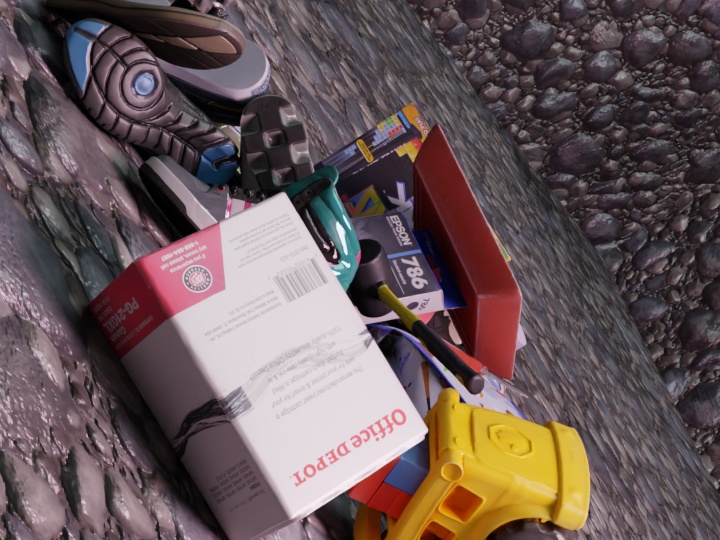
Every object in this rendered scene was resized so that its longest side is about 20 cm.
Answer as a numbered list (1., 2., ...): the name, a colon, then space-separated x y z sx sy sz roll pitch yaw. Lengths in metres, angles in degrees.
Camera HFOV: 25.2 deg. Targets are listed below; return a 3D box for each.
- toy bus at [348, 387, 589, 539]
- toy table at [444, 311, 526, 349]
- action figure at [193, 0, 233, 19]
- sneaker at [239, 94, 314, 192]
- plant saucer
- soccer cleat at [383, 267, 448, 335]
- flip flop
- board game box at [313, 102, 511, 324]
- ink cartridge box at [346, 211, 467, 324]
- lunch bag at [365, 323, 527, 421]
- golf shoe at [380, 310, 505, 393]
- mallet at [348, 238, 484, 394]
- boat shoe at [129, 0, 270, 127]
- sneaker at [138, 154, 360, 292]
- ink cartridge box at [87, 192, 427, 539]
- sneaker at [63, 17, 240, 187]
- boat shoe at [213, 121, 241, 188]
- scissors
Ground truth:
1. toy bus: 0.059 0.196 1.276 0.192 0.200 0.136 23 29 -13
2. toy table: 0.090 0.026 1.840 0.200 0.117 0.184 61 13 13
3. action figure: -0.168 -0.256 1.602 0.200 0.102 0.119 52 2 -14
4. sneaker: -0.066 -0.046 1.419 0.089 0.074 0.201 128 -45 -73
5. plant saucer: 0.096 -0.009 1.562 0.200 0.037 0.200 86 -18 -63
6. soccer cleat: 0.010 -0.003 1.596 0.200 0.073 0.068 34 -5 46
7. flip flop: -0.178 -0.217 1.343 0.200 0.058 0.081 17 -16 36
8. board game box: 0.041 -0.052 1.725 0.200 0.165 0.057 57 3 3
9. ink cartridge box: 0.000 0.000 1.473 0.200 0.039 0.100 -9 56 -27
10. lunch bag: 0.077 0.147 1.491 0.200 0.124 0.170 57 14 28
11. golf shoe: 0.054 0.080 1.648 0.200 0.097 0.078 44 -15 -1
12. mallet: 0.046 0.051 1.347 0.200 0.041 0.066 49 -18 42
13. boat shoe: -0.171 -0.192 1.450 0.200 0.071 0.091 29 -19 10
14. sneaker: -0.075 -0.051 1.329 0.200 0.121 0.084 43 -14 -4
15. ink cartridge box: -0.069 0.068 1.110 0.145 0.084 0.200 -28 84 -42
16. sneaker: -0.189 -0.141 1.368 0.200 0.073 0.082 48 -6 -40
17. boat shoe: -0.092 -0.052 1.512 0.200 0.072 0.062 52 38 -7
18. scissors: 0.111 0.093 1.524 0.200 0.014 0.073 34 -1 -34
